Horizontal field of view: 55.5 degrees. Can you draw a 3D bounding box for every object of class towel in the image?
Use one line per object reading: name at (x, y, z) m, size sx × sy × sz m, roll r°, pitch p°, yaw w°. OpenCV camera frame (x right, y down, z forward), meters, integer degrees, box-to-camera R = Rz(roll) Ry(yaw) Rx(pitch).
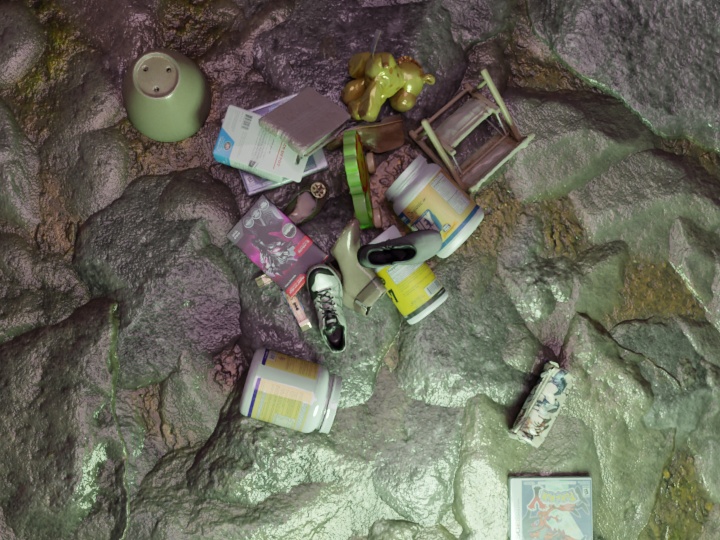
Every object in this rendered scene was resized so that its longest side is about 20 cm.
towel at (-0.118, -0.323, 1.485) m, size 0.132 × 0.035 × 0.200 m, roll 35°, pitch 46°, yaw 10°

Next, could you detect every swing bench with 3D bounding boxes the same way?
swing bench at (0.254, -0.309, 1.572) m, size 0.198 × 0.130 × 0.201 m, roll -40°, pitch 96°, yaw -9°

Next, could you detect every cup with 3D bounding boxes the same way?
cup at (-0.430, -0.398, 1.490) m, size 0.195 × 0.143 × 0.205 m, roll 1°, pitch 85°, yaw -7°

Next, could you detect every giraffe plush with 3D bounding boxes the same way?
giraffe plush at (0.070, -0.425, 1.547) m, size 0.159 × 0.202 × 0.174 m, roll 5°, pitch 41°, yaw -32°

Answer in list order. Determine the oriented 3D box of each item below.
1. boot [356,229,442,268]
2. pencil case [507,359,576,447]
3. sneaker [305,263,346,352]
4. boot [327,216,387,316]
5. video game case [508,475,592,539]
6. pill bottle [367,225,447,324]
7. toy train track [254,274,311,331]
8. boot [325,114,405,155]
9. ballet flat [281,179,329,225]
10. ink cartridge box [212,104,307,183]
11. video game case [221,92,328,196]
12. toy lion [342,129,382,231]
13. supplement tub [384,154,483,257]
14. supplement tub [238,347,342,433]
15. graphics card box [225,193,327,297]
boot at (0.095, -0.038, 1.405) m, size 0.196 × 0.131 × 0.071 m, roll -17°, pitch 95°, yaw -13°
pencil case at (0.410, 0.306, 1.556) m, size 0.089 × 0.077 × 0.202 m, roll 36°, pitch 82°, yaw -28°
sneaker at (-0.064, 0.084, 1.480) m, size 0.074 × 0.088 × 0.203 m, roll -17°, pitch 115°, yaw -3°
boot at (0.000, 0.000, 1.498) m, size 0.146 × 0.202 × 0.070 m, roll 42°, pitch 46°, yaw 16°
video game case at (0.435, 0.567, 1.566) m, size 0.195 × 0.023 × 0.187 m, roll 1°, pitch 85°, yaw -7°
pill bottle at (0.096, 0.007, 1.530) m, size 0.113 × 0.114 × 0.201 m, roll -36°, pitch 89°, yaw -8°
toy train track at (-0.164, 0.041, 1.538) m, size 0.113 × 0.033 × 0.203 m, roll -26°, pitch 89°, yaw -8°
boot at (0.013, -0.297, 1.569) m, size 0.196 × 0.074 × 0.077 m, roll -17°, pitch 97°, yaw -14°
ballet flat at (-0.148, -0.132, 1.547) m, size 0.199 × 0.046 × 0.068 m, roll -41°, pitch 89°, yaw -8°
ink cartridge box at (-0.211, -0.269, 1.503) m, size 0.196 × 0.068 × 0.118 m, roll 19°, pitch 81°, yaw -5°
video game case at (-0.194, -0.289, 1.561) m, size 0.196 × 0.023 × 0.186 m, roll -21°, pitch 88°, yaw -8°
toy lion at (-0.003, -0.197, 1.493) m, size 0.067 × 0.192 × 0.205 m, roll -8°, pitch 86°, yaw 8°
supplement tub at (0.163, -0.145, 1.535) m, size 0.200 × 0.145 × 0.145 m, roll 44°, pitch 82°, yaw -1°
supplement tub at (-0.148, 0.260, 1.464) m, size 0.196 × 0.145 × 0.148 m, roll 17°, pitch 83°, yaw -5°
graphics card box at (-0.181, -0.053, 1.493) m, size 0.200 × 0.051 × 0.126 m, roll 43°, pitch 86°, yaw -6°
